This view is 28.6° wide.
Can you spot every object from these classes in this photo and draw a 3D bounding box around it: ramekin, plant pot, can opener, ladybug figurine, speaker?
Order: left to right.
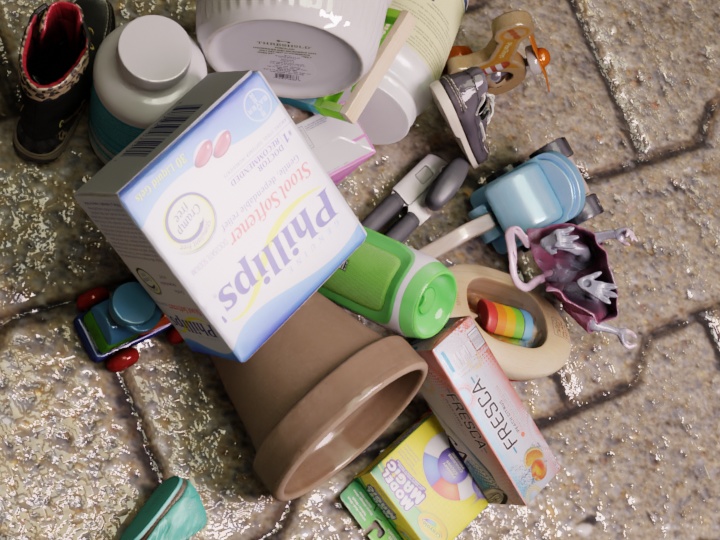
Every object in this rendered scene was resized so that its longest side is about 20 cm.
[{"bbox_3d":[-0.068,-0.250,1.378,0.199,0.200,0.106,13,68,-21],"label":"ramekin"},{"bbox_3d":[-0.061,0.102,1.413,0.200,0.201,0.175,-34,71,-30],"label":"plant pot"},{"bbox_3d":[0.000,0.000,1.452,0.199,0.089,0.088,24,53,34],"label":"speaker"},{"bbox_3d":[0.046,-0.064,1.568,0.053,0.067,0.200,48,60,-4],"label":"can opener"},{"bbox_3d":[0.146,0.065,1.559,0.199,0.072,0.136,18,47,-29],"label":"ladybug figurine"}]

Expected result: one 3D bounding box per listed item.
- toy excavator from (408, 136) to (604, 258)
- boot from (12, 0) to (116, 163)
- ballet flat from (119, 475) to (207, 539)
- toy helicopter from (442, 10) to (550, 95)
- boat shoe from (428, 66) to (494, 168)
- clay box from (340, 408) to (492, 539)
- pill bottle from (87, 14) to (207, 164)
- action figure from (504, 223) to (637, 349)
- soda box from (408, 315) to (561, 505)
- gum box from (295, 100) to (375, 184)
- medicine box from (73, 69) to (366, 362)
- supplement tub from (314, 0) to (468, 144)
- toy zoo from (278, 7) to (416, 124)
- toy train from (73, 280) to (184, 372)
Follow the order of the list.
[{"bbox_3d":[0.149,-0.059,1.589,0.200,0.194,0.100,-20,82,-58],"label":"toy excavator"},{"bbox_3d":[-0.291,-0.221,1.405,0.073,0.151,0.201,23,67,-4],"label":"boot"},{"bbox_3d":[-0.216,0.284,1.333,0.200,0.067,0.071,-45,109,-28],"label":"ballet flat"},{"bbox_3d":[0.165,-0.242,1.607,0.131,0.200,0.079,-6,75,-9],"label":"toy helicopter"},{"bbox_3d":[0.128,-0.171,1.574,0.062,0.200,0.073,-31,71,5],"label":"boat shoe"},{"bbox_3d":[0.083,0.219,1.505,0.200,0.048,0.115,-40,93,-31],"label":"clay box"},{"bbox_3d":[-0.211,-0.175,1.396,0.110,0.200,0.112,4,72,-12],"label":"pill bottle"},{"bbox_3d":[0.238,0.020,1.580,0.148,0.200,0.135,-2,83,6],"label":"action figure"},{"bbox_3d":[0.123,0.146,1.462,0.063,0.068,0.201,-38,104,-29],"label":"soda box"},{"bbox_3d":[-0.095,-0.093,1.474,0.199,0.113,0.066,-30,88,-35],"label":"gum box"},{"bbox_3d":[-0.125,-0.051,1.302,0.182,0.103,0.200,-46,116,-22],"label":"medicine box"},{"bbox_3d":[0.029,-0.257,1.578,0.144,0.145,0.201,29,63,-15],"label":"supplement tub"},{"bbox_3d":[-0.049,-0.233,1.495,0.132,0.199,0.020,-58,139,-12],"label":"toy zoo"},{"bbox_3d":[-0.178,0.020,1.405,0.199,0.116,0.085,-26,86,-30],"label":"toy train"}]
